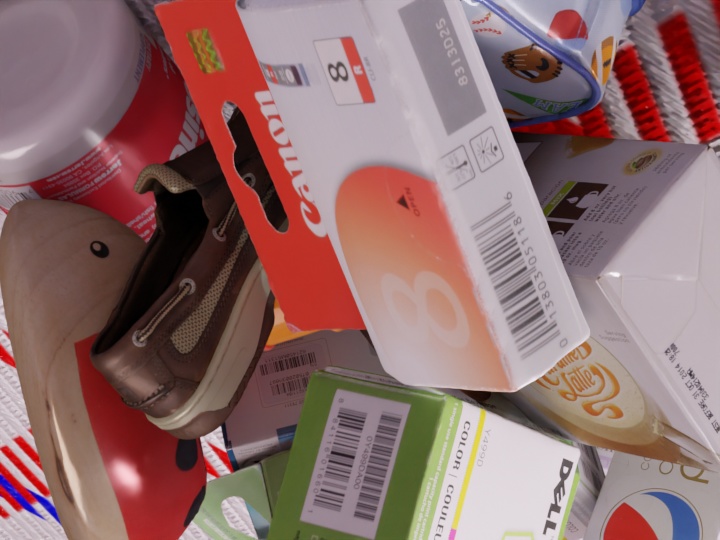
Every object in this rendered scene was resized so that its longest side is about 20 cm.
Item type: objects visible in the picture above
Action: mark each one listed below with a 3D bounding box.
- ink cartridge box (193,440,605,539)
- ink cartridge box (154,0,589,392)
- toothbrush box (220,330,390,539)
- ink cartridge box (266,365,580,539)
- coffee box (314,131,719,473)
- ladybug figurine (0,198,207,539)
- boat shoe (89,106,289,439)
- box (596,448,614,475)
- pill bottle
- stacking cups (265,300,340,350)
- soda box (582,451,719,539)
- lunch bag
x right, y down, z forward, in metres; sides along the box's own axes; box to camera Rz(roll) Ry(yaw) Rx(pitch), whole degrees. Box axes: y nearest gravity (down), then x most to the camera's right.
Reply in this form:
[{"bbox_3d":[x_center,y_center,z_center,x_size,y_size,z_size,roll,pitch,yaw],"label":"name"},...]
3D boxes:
[{"bbox_3d":[0.017,0.120,1.227,0.199,0.060,0.104,-22,148,13],"label":"ink cartridge box"},{"bbox_3d":[-0.014,-0.036,0.975,0.199,0.050,0.163,-2,115,52],"label":"ink cartridge box"},{"bbox_3d":[0.006,0.089,1.313,0.145,0.086,0.200,-13,149,-1],"label":"toothbrush box"},{"bbox_3d":[0.048,0.138,1.052,0.075,0.149,0.200,9,171,41],"label":"ink cartridge box"},{"bbox_3d":[0.080,0.007,1.032,0.199,0.080,0.115,9,141,52],"label":"coffee box"},{"bbox_3d":[-0.118,0.056,1.166,0.071,0.136,0.201,-12,120,-2],"label":"ladybug figurine"},{"bbox_3d":[-0.062,-0.030,1.106,0.075,0.203,0.075,34,152,-28],"label":"boat shoe"},{"bbox_3d":[0.188,0.109,1.308,0.199,0.042,0.039,15,154,-10],"label":"box"},{"bbox_3d":[-0.120,-0.049,1.240,0.112,0.113,0.200,8,153,33],"label":"pill bottle"},{"bbox_3d":[0.000,0.000,1.184,0.199,0.061,0.061,-19,141,17],"label":"stacking cups"},{"bbox_3d":[0.159,0.113,1.210,0.068,0.201,0.064,10,154,28],"label":"soda box"},{"bbox_3d":[0.004,-0.133,0.990,0.200,0.076,0.160,38,157,-30],"label":"lunch bag"}]
